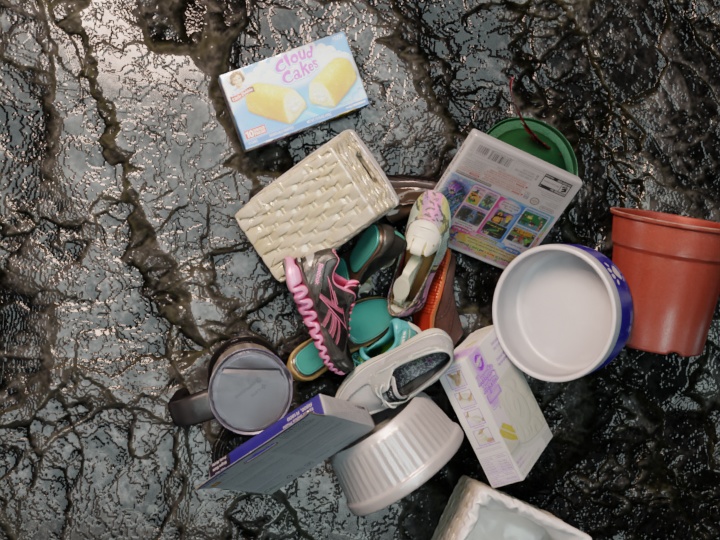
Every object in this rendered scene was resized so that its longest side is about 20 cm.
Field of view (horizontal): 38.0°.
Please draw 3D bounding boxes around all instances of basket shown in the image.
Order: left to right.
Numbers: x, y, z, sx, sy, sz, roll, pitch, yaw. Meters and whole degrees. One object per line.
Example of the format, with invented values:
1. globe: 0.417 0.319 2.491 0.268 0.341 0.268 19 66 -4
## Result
1. basket: -0.065 -0.088 1.497 0.199 0.123 0.136 -33 96 21
2. basket: 0.208 0.435 1.569 0.196 0.161 0.202 25 89 -8

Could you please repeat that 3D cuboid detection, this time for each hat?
1. hat: 0.258 -0.158 1.549 0.198 0.176 0.167 23 88 -8

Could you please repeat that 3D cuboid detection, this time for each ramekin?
1. ramekin: 0.045 0.257 1.521 0.201 0.202 0.095 -35 93 -6

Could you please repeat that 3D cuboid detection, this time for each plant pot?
1. plant pot: 0.462 0.018 1.587 0.198 0.201 0.198 7 99 -8

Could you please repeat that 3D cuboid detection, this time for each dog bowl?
1. dog bowl: 0.301 0.061 1.557 0.198 0.078 0.203 2 94 35

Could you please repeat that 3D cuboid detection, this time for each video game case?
1. video game case: 0.202 -0.098 1.555 0.198 0.024 0.183 20 120 -23

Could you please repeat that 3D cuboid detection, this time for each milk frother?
1. milk frother: -0.160 0.212 1.494 0.180 0.188 0.201 -37 96 -5

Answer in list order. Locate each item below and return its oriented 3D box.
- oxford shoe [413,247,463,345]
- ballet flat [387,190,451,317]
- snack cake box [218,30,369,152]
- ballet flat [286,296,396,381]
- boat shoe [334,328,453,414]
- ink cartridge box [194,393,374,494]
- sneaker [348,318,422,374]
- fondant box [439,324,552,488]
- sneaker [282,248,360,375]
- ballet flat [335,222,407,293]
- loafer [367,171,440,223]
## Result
1. oxford shoe: 0.122 0.065 1.600 0.072 0.071 0.203 9 97 -26
2. ballet flat: 0.082 -0.017 1.525 0.068 0.071 0.202 24 117 15
3. snack cake box: -0.100 -0.264 1.550 0.198 0.067 0.116 -22 95 -7
4. ballet flat: -0.033 0.101 1.571 0.199 0.063 0.069 -29 84 -26
5. boat shoe: 0.047 0.156 1.486 0.200 0.072 0.070 -34 109 9
6. ink cartridge box: -0.104 0.235 1.411 0.199 0.200 0.041 -34 65 14
7. sneaker: 0.012 0.150 1.556 0.079 0.078 0.200 38 100 -29
8. fondant box: 0.204 0.201 1.570 0.058 0.144 0.202 -24 96 34
9. sneaker: -0.036 0.056 1.462 0.094 0.079 0.202 -24 119 -4
10. ballet flat: 0.000 0.000 1.533 0.068 0.200 0.069 11 58 -34
11. loafer: 0.057 -0.108 1.582 0.197 0.073 0.072 5 101 -3
